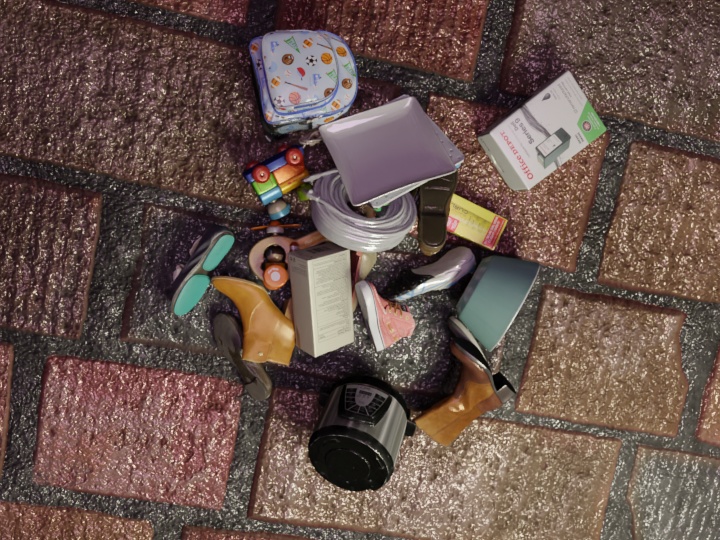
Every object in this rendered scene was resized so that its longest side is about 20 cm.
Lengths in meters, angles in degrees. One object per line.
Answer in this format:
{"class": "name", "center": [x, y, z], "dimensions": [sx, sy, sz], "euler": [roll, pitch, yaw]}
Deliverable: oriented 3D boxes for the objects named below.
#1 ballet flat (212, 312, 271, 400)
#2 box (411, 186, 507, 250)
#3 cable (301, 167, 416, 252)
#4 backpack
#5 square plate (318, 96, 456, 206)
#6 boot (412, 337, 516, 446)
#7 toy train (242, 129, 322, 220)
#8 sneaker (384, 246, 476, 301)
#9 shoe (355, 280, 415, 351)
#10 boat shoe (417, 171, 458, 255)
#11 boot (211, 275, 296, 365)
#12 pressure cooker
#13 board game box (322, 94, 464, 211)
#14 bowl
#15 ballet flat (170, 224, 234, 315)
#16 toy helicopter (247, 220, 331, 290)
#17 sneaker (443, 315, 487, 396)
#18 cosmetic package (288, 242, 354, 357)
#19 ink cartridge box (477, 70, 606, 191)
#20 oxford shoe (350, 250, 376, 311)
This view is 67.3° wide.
{"class": "ballet flat", "center": [-0.238, 0.174, 1.114], "dimensions": [0.067, 0.046, 0.200], "euler": [-27, 95, 30]}
{"class": "box", "center": [0.195, -0.114, 1.114], "dimensions": [0.199, 0.050, 0.075], "euler": [25, 94, -9]}
{"class": "cable", "center": [0.004, -0.119, 1.030], "dimensions": [0.200, 0.069, 0.200], "euler": [-29, 66, -35]}
{"class": "backpack", "center": [-0.101, -0.357, 1.006], "dimensions": [0.190, 0.154, 0.201], "euler": [-12, 96, -15]}
{"class": "square plate", "center": [0.046, -0.219, 0.995], "dimensions": [0.199, 0.028, 0.199], "euler": [-20, 63, -6]}
{"class": "boot", "center": [0.186, 0.250, 1.109], "dimensions": [0.200, 0.069, 0.188], "euler": [-40, 116, 15]}
{"class": "toy train", "center": [-0.119, -0.191, 1.064], "dimensions": [0.200, 0.085, 0.116], "euler": [-30, 116, -10]}
{"class": "sneaker", "center": [0.147, 0.020, 1.121], "dimensions": [0.199, 0.072, 0.073], "euler": [-25, 126, 4]}
{"class": "shoe", "center": [0.052, 0.079, 1.082], "dimensions": [0.091, 0.072, 0.200], "euler": [-22, 137, -7]}
{"class": "boat shoe", "center": [0.141, -0.128, 1.050], "dimensions": [0.072, 0.068, 0.201], "euler": [13, 75, 2]}
{"class": "boot", "center": [-0.216, 0.104, 1.070], "dimensions": [0.201, 0.071, 0.144], "euler": [21, 71, -15]}
{"class": "pressure cooker", "center": [0.001, 0.310, 1.082], "dimensions": [0.178, 0.200, 0.176], "euler": [-28, 109, 32]}
{"class": "board game box", "center": [0.060, -0.227, 1.029], "dimensions": [0.200, 0.026, 0.200], "euler": [-30, 64, -11]}
{"class": "bowl", "center": [0.264, 0.051, 1.088], "dimensions": [0.105, 0.201, 0.201], "euler": [29, 94, 10]}
{"class": "ballet flat", "center": [-0.323, -0.007, 1.069], "dimensions": [0.073, 0.073, 0.200], "euler": [33, 96, -9]}
{"class": "toy helicopter", "center": [-0.133, -0.054, 1.088], "dimensions": [0.200, 0.079, 0.133], "euler": [-27, 91, -13]}
{"class": "sneaker", "center": [0.208, 0.201, 1.146], "dimensions": [0.106, 0.075, 0.200], "euler": [-29, 101, -1]}
{"class": "cosmetic package", "center": [-0.075, 0.055, 1.060], "dimensions": [0.105, 0.071, 0.201], "euler": [-16, 114, -37]}
{"class": "ink cartridge box", "center": [0.363, -0.276, 1.093], "dimensions": [0.200, 0.084, 0.146], "euler": [-38, 99, 0]}
{"class": "oxford shoe", "center": [0.000, 0.000, 1.101], "dimensions": [0.075, 0.070, 0.201], "euler": [-4, 116, -38]}
